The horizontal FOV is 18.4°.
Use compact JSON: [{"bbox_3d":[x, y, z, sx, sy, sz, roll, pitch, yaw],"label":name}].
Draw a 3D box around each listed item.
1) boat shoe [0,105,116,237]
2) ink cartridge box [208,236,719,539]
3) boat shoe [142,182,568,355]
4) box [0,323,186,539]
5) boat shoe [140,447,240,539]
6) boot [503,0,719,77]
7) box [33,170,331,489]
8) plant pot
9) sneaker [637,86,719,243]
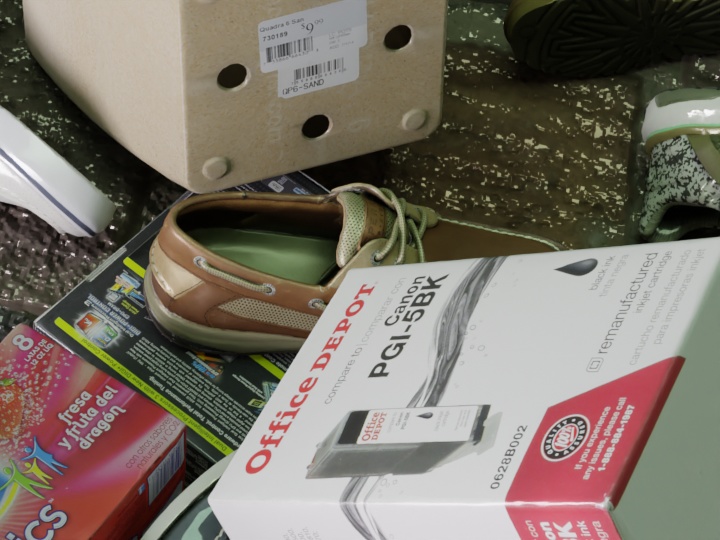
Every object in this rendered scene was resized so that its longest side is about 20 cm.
[{"bbox_3d":[-0.215,-0.061,1.117,0.199,0.071,0.070,33,84,13],"label":"boat shoe"},{"bbox_3d":[0.058,0.069,0.906,0.199,0.083,0.147,-5,40,38],"label":"ink cartridge box"},{"bbox_3d":[0.000,0.000,1.026,0.199,0.074,0.076,0,53,-7],"label":"boat shoe"},{"bbox_3d":[-0.167,0.135,0.945,0.095,0.100,0.200,29,56,16],"label":"box"},{"bbox_3d":[-0.080,0.161,0.941,0.062,0.073,0.200,32,71,24],"label":"boat shoe"},{"bbox_3d":[0.130,-0.205,1.261,0.174,0.066,0.201,-4,54,-25],"label":"boot"},{"bbox_3d":[-0.031,0.044,1.064,0.200,0.044,0.160,35,58,19],"label":"box"},{"bbox_3d":[-0.052,-0.153,1.095,0.199,0.201,0.177,-14,46,-16],"label":"plant pot"},{"bbox_3d":[0.216,-0.040,1.104,0.077,0.199,0.089,32,69,-35],"label":"sneaker"}]
